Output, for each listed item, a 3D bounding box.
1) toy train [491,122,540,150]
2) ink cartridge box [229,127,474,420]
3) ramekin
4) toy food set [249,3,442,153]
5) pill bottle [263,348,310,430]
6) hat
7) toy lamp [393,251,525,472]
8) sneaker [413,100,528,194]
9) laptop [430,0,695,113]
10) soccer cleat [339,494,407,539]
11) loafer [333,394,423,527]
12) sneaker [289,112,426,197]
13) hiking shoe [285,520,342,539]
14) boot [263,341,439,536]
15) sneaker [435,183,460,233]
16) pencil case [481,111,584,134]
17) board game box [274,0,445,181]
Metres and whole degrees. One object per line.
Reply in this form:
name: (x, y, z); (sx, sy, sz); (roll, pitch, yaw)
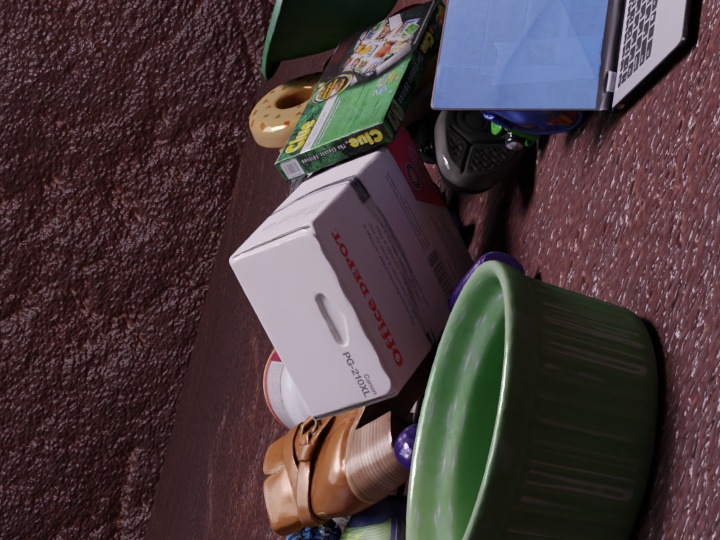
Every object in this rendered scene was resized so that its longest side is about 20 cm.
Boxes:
toy train: (0.135, -0.186, 1.523); (0.056, 0.041, 0.201); (-40, 37, 57)
ink cartridge box: (0.000, 0.000, 1.518); (0.084, 0.145, 0.200); (-20, 15, 30)
ramekin: (0.101, 0.102, 1.174); (0.200, 0.097, 0.201); (-167, 90, -80)
toy food set: (0.006, -0.164, 1.721); (0.198, 0.049, 0.200); (-41, 23, -15)
pill bottle: (-0.026, 0.106, 1.844); (0.200, 0.109, 0.110); (169, 113, -79)
hat: (0.024, -0.231, 1.740); (0.166, 0.175, 0.201); (-68, -3, -45)
toy lamp: (0.075, 0.070, 1.480); (0.058, 0.058, 0.201); (-89, 16, -49)
sneaker: (0.087, -0.101, 1.585); (0.200, 0.076, 0.115); (-85, 11, -53)
laptop: (0.139, -0.211, 1.304); (0.200, 0.115, 0.189); (132, 149, -70)
soccer cleat: (-0.003, 0.266, 1.653); (0.084, 0.064, 0.201); (-91, 17, -44)
loafer: (0.014, 0.124, 1.711); (0.070, 0.069, 0.201); (142, 141, -84)
sneaker: (0.024, -0.107, 1.780); (0.199, 0.074, 0.081); (-35, -12, -4)
hiking shoe: (-0.047, 0.268, 1.862); (0.200, 0.074, 0.087); (135, 146, -72)
boot: (-0.009, 0.121, 1.647); (0.155, 0.077, 0.201); (-32, 41, 34)
sneaker: (0.046, -0.046, 1.750); (0.200, 0.075, 0.079); (175, 111, -78)
pencil case: (0.128, -0.194, 1.442); (0.087, 0.078, 0.201); (-25, 49, 47)
board game box: (0.004, -0.149, 1.607); (0.104, 0.024, 0.200); (-17, 29, 29)
